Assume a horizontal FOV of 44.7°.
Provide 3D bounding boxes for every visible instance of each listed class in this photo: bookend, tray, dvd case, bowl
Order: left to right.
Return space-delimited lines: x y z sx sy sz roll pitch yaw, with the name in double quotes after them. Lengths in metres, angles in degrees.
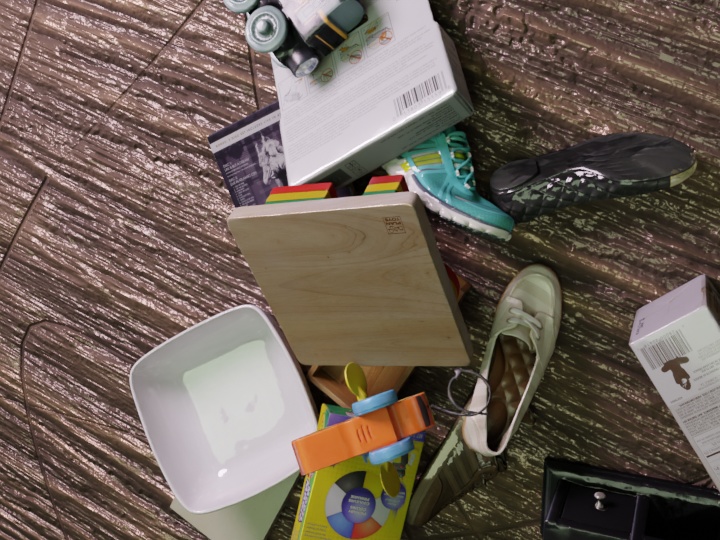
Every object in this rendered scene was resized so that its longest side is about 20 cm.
-0.147 0.159 1.019 0.198 0.075 0.202 -27 83 11 "bowl"
-0.076 -0.084 0.983 0.147 0.016 0.203 -20 95 26 "dvd case"
0.028 0.068 0.968 0.098 0.037 0.201 36 115 11 "tray"
0.253 0.281 0.835 0.197 0.198 0.094 7 108 22 "bookend"

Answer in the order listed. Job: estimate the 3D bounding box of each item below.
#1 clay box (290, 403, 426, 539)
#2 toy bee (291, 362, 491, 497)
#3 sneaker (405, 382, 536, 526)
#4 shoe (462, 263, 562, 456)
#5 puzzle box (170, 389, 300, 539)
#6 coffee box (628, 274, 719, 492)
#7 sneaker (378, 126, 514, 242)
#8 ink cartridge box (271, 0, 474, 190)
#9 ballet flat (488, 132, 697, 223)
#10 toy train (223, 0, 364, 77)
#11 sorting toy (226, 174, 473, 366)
-0.008 0.257 0.954 0.113 0.048 0.204 12 92 -14 "clay box"
0.034 0.162 0.891 0.196 0.109 0.134 1 85 10 "toy bee"
0.116 0.213 0.949 0.075 0.070 0.202 30 114 8 "sneaker"
0.157 0.091 0.876 0.069 0.053 0.203 19 88 1 "shoe"
-0.149 0.260 1.098 0.132 0.025 0.202 34 114 12 "puzzle box"
0.336 0.119 0.806 0.079 0.114 0.202 -32 91 26 "coffee box"
0.079 -0.101 0.861 0.200 0.077 0.080 46 107 29 "sneaker"
0.004 -0.188 0.887 0.198 0.043 0.176 -26 56 25 "ink cartridge box"
0.220 -0.088 0.844 0.197 0.067 0.057 -7 140 26 "ballet flat"
-0.083 -0.297 0.890 0.113 0.085 0.202 -35 76 14 "toy train"
0.000 0.000 0.866 0.197 0.070 0.201 -3 130 27 "sorting toy"
